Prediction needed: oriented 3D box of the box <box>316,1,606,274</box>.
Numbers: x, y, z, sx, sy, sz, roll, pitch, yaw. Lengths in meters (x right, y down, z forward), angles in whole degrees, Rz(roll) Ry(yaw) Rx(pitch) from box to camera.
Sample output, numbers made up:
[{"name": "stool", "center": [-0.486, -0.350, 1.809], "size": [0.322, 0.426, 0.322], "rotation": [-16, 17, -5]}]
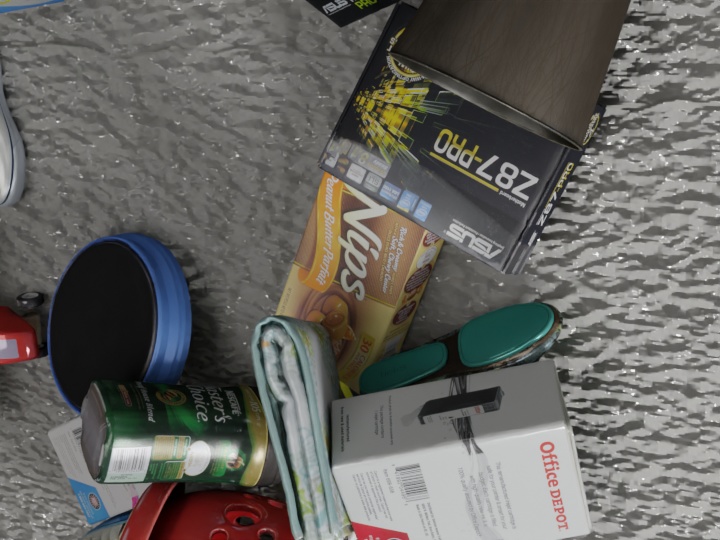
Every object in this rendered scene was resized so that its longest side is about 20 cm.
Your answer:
[{"name": "box", "center": [0.083, -0.113, 1.246], "size": [0.200, 0.049, 0.162], "rotation": [32, 102, 22]}]

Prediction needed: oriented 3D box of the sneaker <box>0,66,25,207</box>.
[{"name": "sneaker", "center": [-0.417, -0.162, 1.585], "size": [0.073, 0.071, 0.201], "rotation": [-4, 103, 35]}]

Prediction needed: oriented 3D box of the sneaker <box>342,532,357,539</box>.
[{"name": "sneaker", "center": [0.048, 0.245, 1.408], "size": [0.201, 0.067, 0.108], "rotation": [-48, 64, 26]}]

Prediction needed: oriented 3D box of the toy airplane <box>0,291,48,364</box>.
[{"name": "toy airplane", "center": [-0.461, 0.069, 1.651], "size": [0.200, 0.141, 0.199], "rotation": [50, 127, 10]}]

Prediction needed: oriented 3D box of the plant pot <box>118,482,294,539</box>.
[{"name": "plant pot", "center": [-0.149, 0.310, 1.454], "size": [0.182, 0.201, 0.201], "rotation": [18, 117, 5]}]

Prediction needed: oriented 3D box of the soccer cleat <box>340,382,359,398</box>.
[{"name": "soccer cleat", "center": [-0.006, 0.146, 1.400], "size": [0.200, 0.084, 0.065], "rotation": [25, 119, 26]}]

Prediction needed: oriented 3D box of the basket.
[{"name": "basket", "center": [0.139, -0.216, 1.117], "size": [0.136, 0.180, 0.201], "rotation": [32, 97, 55]}]

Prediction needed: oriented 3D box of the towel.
[{"name": "towel", "center": [-0.044, 0.140, 1.280], "size": [0.048, 0.171, 0.201], "rotation": [-11, 83, 6]}]

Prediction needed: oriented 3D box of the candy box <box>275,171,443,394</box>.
[{"name": "candy box", "center": [0.000, 0.000, 1.364], "size": [0.115, 0.055, 0.200], "rotation": [33, 121, 21]}]

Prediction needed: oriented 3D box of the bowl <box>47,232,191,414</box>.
[{"name": "bowl", "center": [-0.254, 0.059, 1.522], "size": [0.200, 0.039, 0.201], "rotation": [-8, 78, 42]}]

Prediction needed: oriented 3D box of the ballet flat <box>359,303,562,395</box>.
[{"name": "ballet flat", "center": [0.097, 0.086, 1.313], "size": [0.199, 0.074, 0.074], "rotation": [-19, 95, 24]}]

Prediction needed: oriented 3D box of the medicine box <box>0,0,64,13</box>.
[{"name": "medicine box", "center": [-0.399, -0.345, 1.441], "size": [0.200, 0.182, 0.103], "rotation": [40, 124, 16]}]

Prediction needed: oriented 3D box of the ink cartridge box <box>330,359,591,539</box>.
[{"name": "ink cartridge box", "center": [0.087, 0.169, 1.266], "size": [0.199, 0.084, 0.145], "rotation": [-11, 129, 8]}]

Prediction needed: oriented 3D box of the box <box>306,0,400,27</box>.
[{"name": "box", "center": [0.048, -0.282, 1.136], "size": [0.044, 0.161, 0.200], "rotation": [34, 161, -23]}]

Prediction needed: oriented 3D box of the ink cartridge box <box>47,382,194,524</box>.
[{"name": "ink cartridge box", "center": [-0.232, 0.186, 1.579], "size": [0.200, 0.068, 0.115], "rotation": [-25, 90, 38]}]

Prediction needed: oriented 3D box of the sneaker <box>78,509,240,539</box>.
[{"name": "sneaker", "center": [-0.221, 0.275, 1.595], "size": [0.199, 0.090, 0.079], "rotation": [-17, 108, 16]}]

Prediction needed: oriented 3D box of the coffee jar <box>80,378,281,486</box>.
[{"name": "coffee jar", "center": [-0.165, 0.158, 1.438], "size": [0.104, 0.199, 0.086], "rotation": [-131, 51, -57]}]
